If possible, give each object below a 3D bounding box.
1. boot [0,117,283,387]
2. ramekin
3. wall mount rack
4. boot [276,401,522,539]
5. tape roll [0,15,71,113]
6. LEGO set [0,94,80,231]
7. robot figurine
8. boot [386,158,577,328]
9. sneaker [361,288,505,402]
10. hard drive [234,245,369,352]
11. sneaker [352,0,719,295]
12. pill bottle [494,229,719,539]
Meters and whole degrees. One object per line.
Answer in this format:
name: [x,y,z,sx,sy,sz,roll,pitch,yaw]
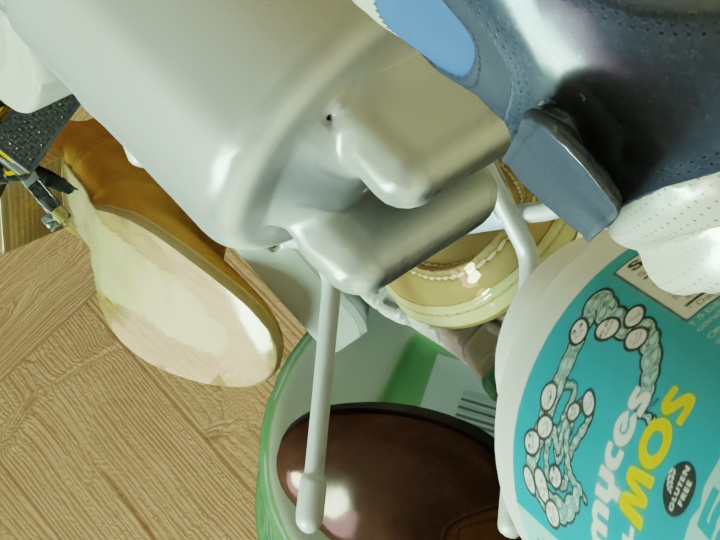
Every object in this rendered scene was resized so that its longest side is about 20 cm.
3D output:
boot: [-0.074,-0.027,1.107,0.201,0.144,0.071,27,128,31]
ramekin: [0.046,0.093,1.095,0.200,0.200,0.098,46,168,17]
wall mount rack: [0.000,0.000,0.830,0.200,0.075,0.174,-6,116,54]
boot: [0.015,0.137,0.876,0.188,0.069,0.200,34,-149,11]
tape roll: [-0.130,-0.158,0.849,0.203,0.071,0.203,55,162,27]
LEGO set: [-0.148,-0.127,1.020,0.154,0.200,0.116,30,171,-15]
robot figurine: [-0.039,-0.086,0.697,0.200,0.113,0.170,46,137,15]
boot: [-0.006,-0.067,0.914,0.156,0.073,0.200,50,178,-26]
sneaker: [0.063,0.018,1.027,0.091,0.078,0.200,38,-171,-47]
hard drive: [-0.041,-0.062,1.101,0.132,0.027,0.200,49,-161,-21]
sneaker: [0.032,-0.053,0.463,0.147,0.081,0.200,53,169,-25]
pill bottle: [0.100,0.049,0.557,0.111,0.111,0.200,48,176,-25]
